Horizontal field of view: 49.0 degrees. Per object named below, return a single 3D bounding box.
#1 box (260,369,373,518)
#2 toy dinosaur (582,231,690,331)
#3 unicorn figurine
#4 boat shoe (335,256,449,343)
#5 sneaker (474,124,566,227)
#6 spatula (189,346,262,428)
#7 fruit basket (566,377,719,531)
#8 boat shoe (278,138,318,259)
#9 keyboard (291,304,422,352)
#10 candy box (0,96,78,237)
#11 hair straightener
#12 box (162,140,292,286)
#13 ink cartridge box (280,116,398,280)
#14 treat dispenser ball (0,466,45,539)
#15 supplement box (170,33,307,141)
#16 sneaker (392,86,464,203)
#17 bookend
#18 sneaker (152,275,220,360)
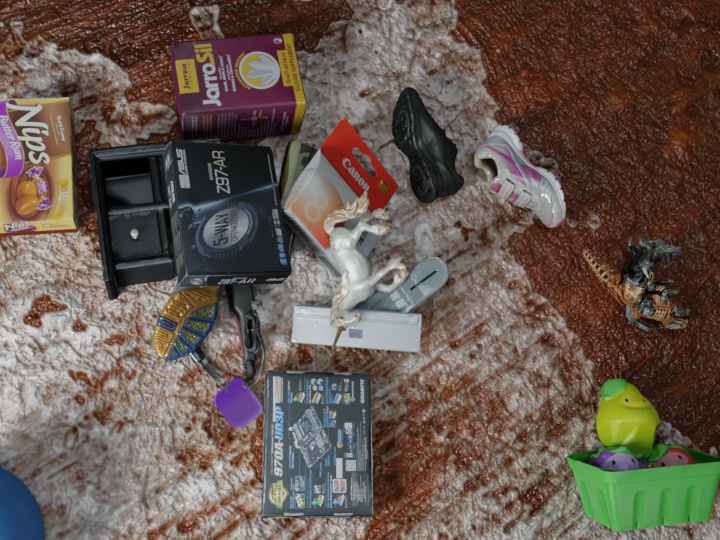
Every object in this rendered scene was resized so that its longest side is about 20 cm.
[{"bbox_3d":[-0.062,0.247,1.130,0.155,0.046,0.205,3,70,-11],"label":"box"},{"bbox_3d":[0.464,0.018,1.310,0.198,0.102,0.138,32,82,-23],"label":"toy dinosaur"},{"bbox_3d":[0.000,0.000,1.162,0.135,0.074,0.204,-21,74,8],"label":"unicorn figurine"},{"bbox_3d":[0.052,0.051,1.217,0.197,0.067,0.075,-29,83,2],"label":"boat shoe"},{"bbox_3d":[0.262,-0.145,1.330,0.087,0.082,0.201,-33,72,-19],"label":"sneaker"},{"bbox_3d":[-0.221,0.141,1.146,0.056,0.021,0.200,-38,81,-27],"label":"spatula"},{"bbox_3d":[0.418,0.267,1.186,0.210,0.155,0.222,0,88,-13],"label":"fruit basket"},{"bbox_3d":[-0.097,-0.109,1.236,0.064,0.072,0.206,9,70,-10],"label":"boat shoe"},{"bbox_3d":[-0.007,0.087,1.183,0.195,0.011,0.058,4,91,8],"label":"keyboard"},{"bbox_3d":[-0.484,-0.156,1.176,0.114,0.057,0.205,-4,73,-14],"label":"candy box"},{"bbox_3d":[-0.169,0.069,1.152,0.040,0.077,0.205,2,69,-24],"label":"hair straightener"},{"bbox_3d":[-0.190,-0.081,1.124,0.157,0.043,0.205,0,70,-30],"label":"box"},{"bbox_3d":[-0.020,-0.112,1.229,0.162,0.050,0.202,47,66,-29],"label":"ink cartridge box"},{"bbox_3d":[-0.475,0.327,0.926,0.196,0.201,0.206,4,69,-11],"label":"treat dispenser ball"},{"bbox_3d":[-0.195,-0.290,1.263,0.195,0.103,0.134,-9,74,-15],"label":"supplement box"},{"bbox_3d":[0.114,-0.212,1.329,0.089,0.076,0.205,-11,80,-26],"label":"sneaker"},{"bbox_3d":[-0.290,-0.079,1.171,0.194,0.092,0.205,-7,73,-15],"label":"bookend"},{"bbox_3d":[-0.242,0.039,1.148,0.074,0.088,0.203,31,70,-18],"label":"sneaker"}]
